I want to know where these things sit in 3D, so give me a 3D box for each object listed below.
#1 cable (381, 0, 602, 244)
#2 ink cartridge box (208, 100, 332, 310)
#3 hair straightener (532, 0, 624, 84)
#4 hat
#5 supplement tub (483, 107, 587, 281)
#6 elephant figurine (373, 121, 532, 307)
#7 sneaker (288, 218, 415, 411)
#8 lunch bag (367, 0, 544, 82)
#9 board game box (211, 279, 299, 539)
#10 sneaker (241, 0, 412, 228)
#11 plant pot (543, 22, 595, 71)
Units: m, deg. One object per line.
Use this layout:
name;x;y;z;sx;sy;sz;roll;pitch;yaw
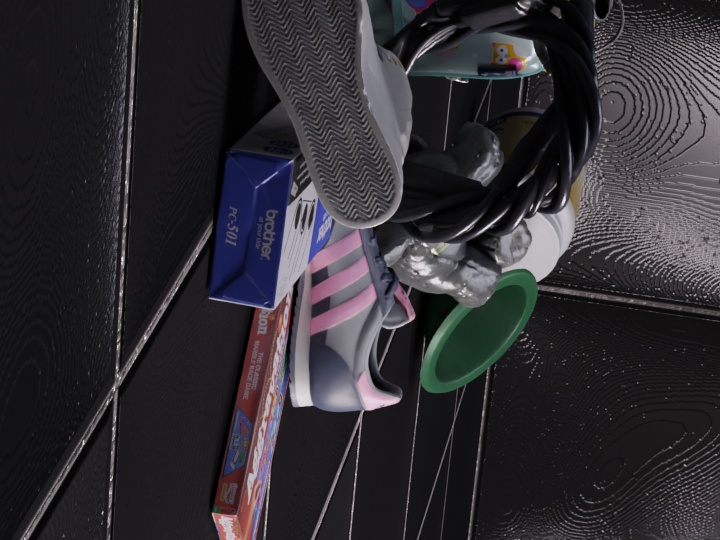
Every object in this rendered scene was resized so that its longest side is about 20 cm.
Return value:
cable;0.068;-0.094;1.617;0.051;0.200;0.163;12;61;-53
ink cartridge box;-0.049;-0.047;1.623;0.200;0.044;0.094;-58;157;-74
hair straightener;0.152;-0.214;1.714;0.041;0.077;0.200;-70;167;-64
hat;0.085;0.011;2.900;0.200;0.176;0.166;-34;150;-25
supplement tub;0.189;-0.087;3.094;0.200;0.144;0.144;-73;169;-53
elephant figurine;0.021;-0.051;1.925;0.155;0.200;0.142;41;76;-42
sneaker;0.000;0.000;1.771;0.070;0.082;0.200;-62;158;-71
lunch bag;0.063;-0.224;1.882;0.077;0.160;0.200;-82;169;-45
board game box;-0.067;0.086;1.745;0.103;0.019;0.200;80;19;-66
sneaker;-0.019;-0.134;1.557;0.116;0.074;0.200;-74;152;-71
plant pot;0.183;-0.310;2.789;0.200;0.142;0.200;8;90;-84
